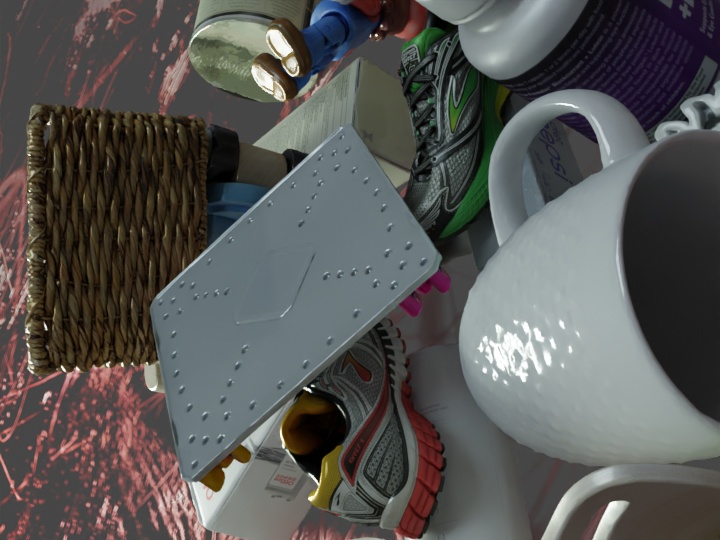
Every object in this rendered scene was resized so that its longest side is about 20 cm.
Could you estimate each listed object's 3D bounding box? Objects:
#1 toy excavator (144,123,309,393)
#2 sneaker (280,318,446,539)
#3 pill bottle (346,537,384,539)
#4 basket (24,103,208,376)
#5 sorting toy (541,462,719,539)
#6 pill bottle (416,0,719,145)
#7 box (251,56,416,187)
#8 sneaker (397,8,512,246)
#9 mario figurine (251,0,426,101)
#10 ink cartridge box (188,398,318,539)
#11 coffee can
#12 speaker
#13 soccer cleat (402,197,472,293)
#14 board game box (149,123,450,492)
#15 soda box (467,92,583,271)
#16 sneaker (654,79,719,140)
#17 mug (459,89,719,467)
[{"bbox_3d":[-0.132,-0.001,0.897,0.193,0.099,0.204,-18,62,55],"label":"toy excavator"},{"bbox_3d":[-0.011,0.081,0.647,0.200,0.081,0.079,-118,45,-61],"label":"sneaker"},{"bbox_3d":[-0.044,0.252,0.712,0.199,0.111,0.114,-27,48,47],"label":"pill bottle"},{"bbox_3d":[-0.214,-0.025,0.824,0.142,0.147,0.204,3,95,56],"label":"basket"},{"bbox_3d":[0.132,0.150,0.429,0.202,0.178,0.107,-59,31,12],"label":"sorting toy"},{"bbox_3d":[0.128,-0.149,0.608,0.111,0.198,0.113,-40,38,40],"label":"pill bottle"},{"bbox_3d":[-0.033,-0.102,0.962,0.199,0.077,0.096,-27,48,48],"label":"box"},{"bbox_3d":[0.053,-0.110,0.695,0.078,0.084,0.203,-11,62,53],"label":"sneaker"},{"bbox_3d":[-0.022,-0.241,0.946,0.122,0.107,0.199,9,38,46],"label":"mario figurine"},{"bbox_3d":[-0.067,0.107,0.873,0.202,0.082,0.147,-58,32,15],"label":"ink cartridge box"},{"bbox_3d":[-0.103,-0.314,1.147,0.146,0.145,0.203,-24,51,50],"label":"coffee can"},{"bbox_3d":[0.064,0.147,0.639,0.081,0.080,0.202,-42,39,36],"label":"speaker"},{"bbox_3d":[0.000,0.000,0.762,0.199,0.071,0.086,-31,31,-30],"label":"soccer cleat"},{"bbox_3d":[-0.049,0.015,0.668,0.199,0.026,0.201,-41,33,8],"label":"board game box"},{"bbox_3d":[0.108,-0.081,0.736,0.068,0.063,0.202,-43,38,32],"label":"soda box"},{"bbox_3d":[0.239,-0.102,0.540,0.201,0.074,0.082,-59,38,31],"label":"sneaker"},{"bbox_3d":[0.127,0.004,0.544,0.175,0.146,0.203,-31,75,58],"label":"mug"}]
